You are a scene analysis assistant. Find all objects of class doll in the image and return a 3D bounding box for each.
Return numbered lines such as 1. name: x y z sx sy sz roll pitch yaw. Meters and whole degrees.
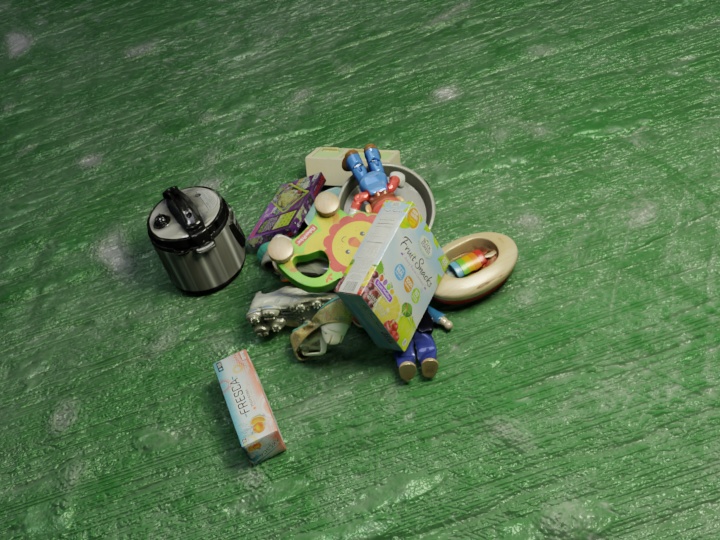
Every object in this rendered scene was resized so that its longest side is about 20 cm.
1. doll: 0.100 0.105 1.466 0.135 0.049 0.201 -8 42 2

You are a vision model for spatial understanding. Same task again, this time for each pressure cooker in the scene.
1. pressure cooker: -0.337 -0.072 1.654 0.174 0.201 0.180 4 47 20

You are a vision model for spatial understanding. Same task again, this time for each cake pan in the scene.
1. cake pan: 0.050 -0.118 1.628 0.197 0.037 0.203 0 69 0

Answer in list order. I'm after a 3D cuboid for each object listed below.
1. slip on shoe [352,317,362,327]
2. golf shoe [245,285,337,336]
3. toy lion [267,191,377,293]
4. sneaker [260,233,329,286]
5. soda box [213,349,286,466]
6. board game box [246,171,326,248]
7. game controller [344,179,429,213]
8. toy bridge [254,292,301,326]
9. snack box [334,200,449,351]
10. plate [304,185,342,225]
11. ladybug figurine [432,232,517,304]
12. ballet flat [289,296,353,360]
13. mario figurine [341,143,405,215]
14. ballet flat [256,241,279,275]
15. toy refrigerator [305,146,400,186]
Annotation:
1. slip on shoe: 0.047 0.014 1.497 0.074 0.061 0.201 31 70 8
2. golf shoe: -0.116 0.056 1.522 0.197 0.079 0.098 -7 43 7
3. toy lion: -0.040 -0.036 1.476 0.191 0.069 0.200 39 72 21
4. sneaker: -0.100 0.004 1.535 0.198 0.074 0.080 22 59 22
5. soda box: -0.195 0.236 1.415 0.068 0.064 0.201 -24 45 -7
6. board game box: -0.156 -0.130 1.737 0.119 0.032 0.201 -10 36 30
7. game controller: 0.054 -0.145 1.692 0.197 0.042 0.105 -9 51 -3
8. toy bridge: -0.120 0.076 1.571 0.197 0.027 0.068 -1 48 14
9. snack box: 0.060 0.008 1.403 0.067 0.169 0.201 6 57 39
10. plate: -0.022 -0.121 1.716 0.197 0.026 0.201 -5 36 4
11. ladybug figurine: 0.202 0.003 1.516 0.198 0.072 0.136 -24 45 -7
12. ballet flat: -0.063 0.109 1.438 0.200 0.070 0.071 -37 24 47
13. mario figurine: 0.028 -0.142 1.590 0.123 0.106 0.202 -34 58 23
14. ballet flat: -0.134 -0.016 1.627 0.198 0.068 0.070 10 23 22
15. toy refrigerator: -0.016 -0.230 1.789 0.198 0.071 0.076 5 27 21
